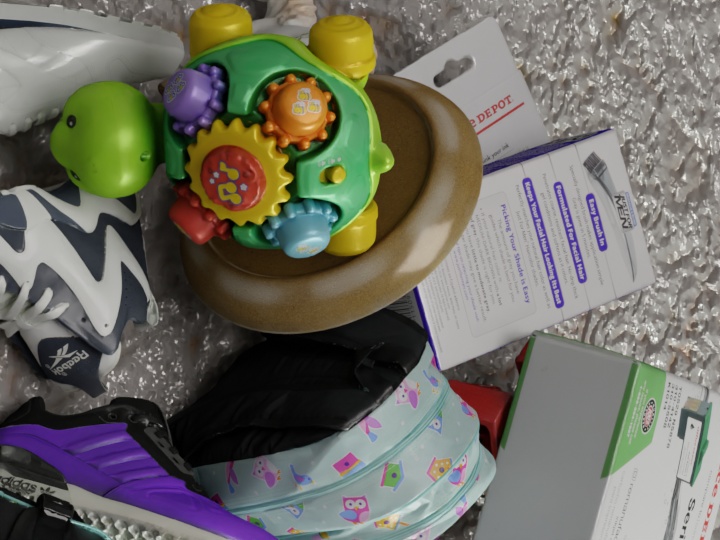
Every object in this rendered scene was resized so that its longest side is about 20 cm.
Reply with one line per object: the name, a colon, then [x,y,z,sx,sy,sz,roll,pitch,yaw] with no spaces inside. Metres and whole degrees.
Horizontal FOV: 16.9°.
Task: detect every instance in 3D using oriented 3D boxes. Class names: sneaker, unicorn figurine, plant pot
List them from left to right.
sneaker: [-0.195,0.020,1.408,0.199,0.079,0.130,-21,89,-50]
sneaker: [-0.196,-0.120,1.442,0.200,0.076,0.081,0,96,-35]
sneaker: [-0.125,0.121,1.404,0.070,0.200,0.100,94,17,-53]
unicorn figurine: [-0.058,-0.137,1.523,0.137,0.200,0.074,-38,135,-22]
plant pot: [-0.024,-0.050,1.486,0.200,0.200,0.027,-62,143,-27]

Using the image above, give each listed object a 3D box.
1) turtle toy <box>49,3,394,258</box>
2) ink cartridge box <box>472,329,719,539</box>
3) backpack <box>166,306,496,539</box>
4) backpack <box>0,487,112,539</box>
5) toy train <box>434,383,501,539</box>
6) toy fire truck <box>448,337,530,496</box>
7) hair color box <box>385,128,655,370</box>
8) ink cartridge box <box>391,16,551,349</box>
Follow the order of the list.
turtle toy: [-0.077,-0.072,1.386,0.101,0.200,0.146,-49,143,-57]
ink cartridge box: [0.166,0.131,1.578,0.200,0.084,0.146,19,86,-59]
backpack: [-0.016,0.101,1.469,0.127,0.200,0.167,52,55,-22]
backpack: [-0.244,0.212,1.295,0.176,0.153,0.200,30,58,-34]
toy train: [0.041,0.164,1.609,0.200,0.056,0.150,-55,140,-39]
toy fire truck: [0.116,0.122,1.624,0.141,0.049,0.200,-54,142,-36]
hair color box: [0.092,-0.013,1.578,0.200,0.065,0.109,-20,97,-35]
ink cartridge box: [0.074,-0.058,1.651,0.116,0.067,0.200,-34,106,-36]
